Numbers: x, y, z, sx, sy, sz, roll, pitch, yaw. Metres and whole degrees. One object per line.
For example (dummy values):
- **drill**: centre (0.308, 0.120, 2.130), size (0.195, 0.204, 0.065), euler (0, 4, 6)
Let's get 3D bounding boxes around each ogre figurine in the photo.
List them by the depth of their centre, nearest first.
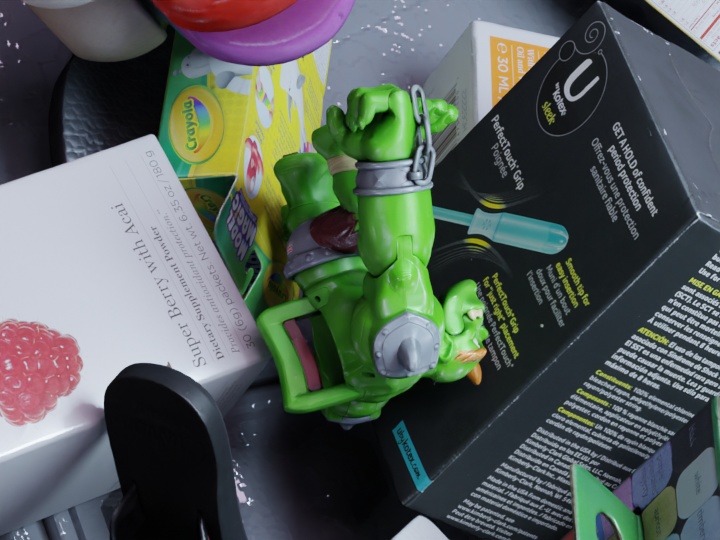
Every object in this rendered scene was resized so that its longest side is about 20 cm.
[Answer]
- **ogre figurine**: centre (0.000, 0.000, 1.304), size (0.098, 0.200, 0.121), euler (-1, 76, -31)

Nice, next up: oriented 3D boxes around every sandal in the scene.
- **sandal**: centre (-0.079, 0.126, 1.277), size (0.075, 0.201, 0.045), euler (12, 45, 26)
- **sandal**: centre (-0.113, -0.101, 1.469), size (0.076, 0.043, 0.201), euler (24, 46, -19)

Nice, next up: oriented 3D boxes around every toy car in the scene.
- **toy car**: centre (-0.065, -0.159, 1.308), size (0.150, 0.200, 0.175), euler (43, 88, 14)

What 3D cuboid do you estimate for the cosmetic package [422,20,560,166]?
- **cosmetic package**: centre (0.135, -0.051, 1.529), size (0.199, 0.071, 0.102), euler (10, 59, -20)

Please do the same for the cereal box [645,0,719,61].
- **cereal box**: centre (0.147, -0.194, 1.595), size (0.200, 0.040, 0.144), euler (39, 23, 0)

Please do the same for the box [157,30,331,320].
- **box**: centre (-0.055, -0.073, 1.429), size (0.048, 0.118, 0.201), euler (-3, 57, 13)

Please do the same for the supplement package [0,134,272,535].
- **supplement package**: centre (-0.164, 0.043, 1.312), size (0.199, 0.120, 0.122), euler (-21, 74, -32)

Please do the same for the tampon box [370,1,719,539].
- **tampon box**: centre (0.107, 0.012, 1.364), size (0.126, 0.200, 0.150), euler (24, 32, -36)

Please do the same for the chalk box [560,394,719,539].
- **chalk box**: centre (0.162, 0.152, 1.291), size (0.199, 0.124, 0.125), euler (28, 36, -21)

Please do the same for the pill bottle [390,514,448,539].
- **pill bottle**: centre (0.063, 0.212, 1.328), size (0.200, 0.110, 0.109), euler (46, 55, 5)
